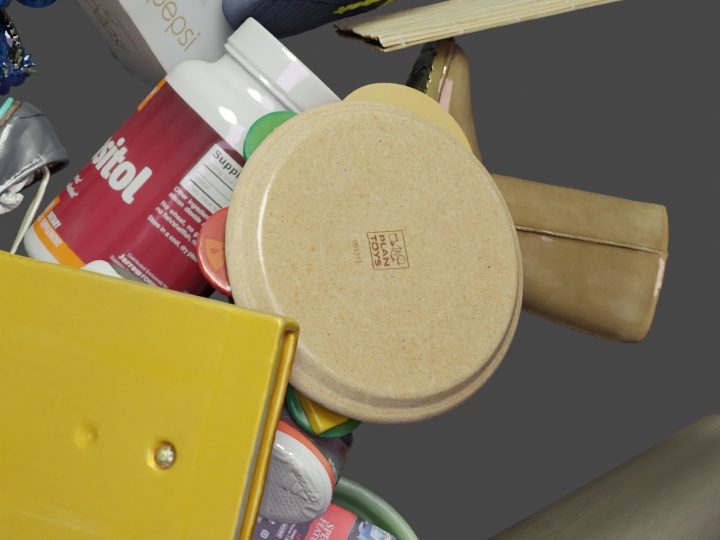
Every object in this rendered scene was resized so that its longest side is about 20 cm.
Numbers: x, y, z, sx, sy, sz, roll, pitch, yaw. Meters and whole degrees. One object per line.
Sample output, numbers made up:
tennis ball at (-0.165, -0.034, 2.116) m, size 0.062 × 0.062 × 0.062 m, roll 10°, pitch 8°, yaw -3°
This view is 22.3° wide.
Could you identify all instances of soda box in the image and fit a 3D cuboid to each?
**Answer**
soda box at (-0.141, -0.188, 1.115) m, size 0.064 × 0.200 × 0.068 m, roll 30°, pitch 75°, yaw 30°

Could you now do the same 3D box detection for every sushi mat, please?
sushi mat at (0.087, -0.176, 1.229) m, size 0.199 × 0.096 × 0.012 m, roll -15°, pitch 108°, yaw -19°

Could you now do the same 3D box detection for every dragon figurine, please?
dragon figurine at (-0.213, -0.195, 1.124) m, size 0.100 × 0.200 × 0.059 m, roll 50°, pitch 33°, yaw 16°

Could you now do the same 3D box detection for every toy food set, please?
toy food set at (0.005, -0.007, 1.065) m, size 0.197 × 0.049 × 0.201 m, roll -22°, pitch 87°, yaw -29°

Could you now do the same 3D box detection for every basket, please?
basket at (0.195, 0.197, 1.214) m, size 0.200 × 0.136 × 0.180 m, roll -37°, pitch 71°, yaw -21°

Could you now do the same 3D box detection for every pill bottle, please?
pill bottle at (-0.105, -0.054, 1.130) m, size 0.113 × 0.113 × 0.200 m, roll 42°, pitch 92°, yaw -9°

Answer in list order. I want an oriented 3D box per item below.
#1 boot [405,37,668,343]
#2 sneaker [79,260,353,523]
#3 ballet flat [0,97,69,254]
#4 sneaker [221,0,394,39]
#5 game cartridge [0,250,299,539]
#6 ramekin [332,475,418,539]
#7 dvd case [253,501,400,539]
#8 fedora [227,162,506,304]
boot at (0.117, -0.055, 1.248) m, size 0.199 × 0.066 × 0.176 m, roll 12°, pitch 94°, yaw -14°
sneaker at (-0.087, 0.063, 1.079) m, size 0.200 × 0.077 × 0.082 m, roll 44°, pitch 40°, yaw -3°
ballet flat at (-0.253, -0.017, 1.132) m, size 0.073 × 0.073 × 0.200 m, roll 42°, pitch 74°, yaw -9°
sneaker at (-0.024, -0.207, 1.191) m, size 0.200 × 0.074 × 0.083 m, roll -25°, pitch 90°, yaw -47°
game cartridge at (-0.144, 0.092, 1.010) m, size 0.199 × 0.032 × 0.177 m, roll 13°, pitch 88°, yaw 22°
ramekin at (-0.056, 0.224, 1.153) m, size 0.199 × 0.098 × 0.201 m, roll 1°, pitch 85°, yaw -17°
dvd case at (-0.004, 0.229, 1.105) m, size 0.199 × 0.022 × 0.147 m, roll 29°, pitch 78°, yaw -11°
fedora at (0.000, 0.000, 1.158) m, size 0.199 × 0.082 × 0.202 m, roll 0°, pitch 92°, yaw 14°
